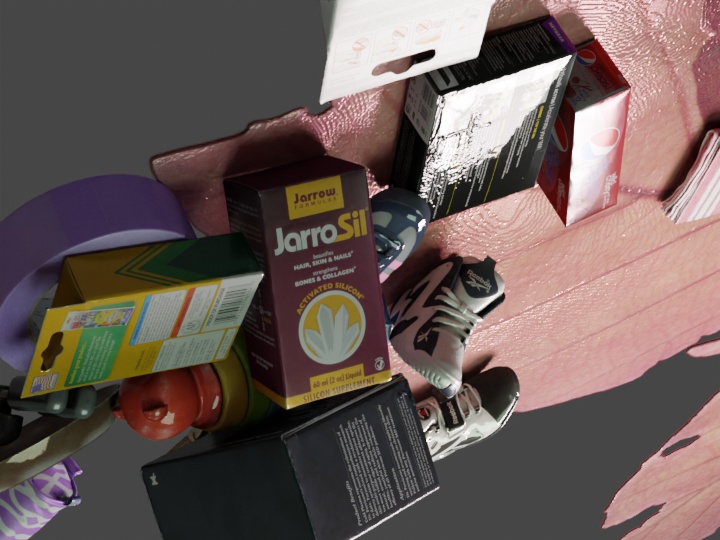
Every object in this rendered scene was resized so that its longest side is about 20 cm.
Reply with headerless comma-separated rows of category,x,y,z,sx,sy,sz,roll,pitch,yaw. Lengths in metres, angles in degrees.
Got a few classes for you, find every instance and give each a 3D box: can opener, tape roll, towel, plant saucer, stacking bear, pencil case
can opener,-0.297,0.127,1.513,0.052,0.067,0.199,12,167,-30
tape roll,-0.236,0.007,1.449,0.198,0.066,0.201,-21,150,-13
towel,0.446,-0.126,1.880,0.198,0.030,0.147,-14,148,-29
plant saucer,-0.307,0.167,1.562,0.199,0.032,0.200,-28,-175,3
stacking bear,-0.139,0.100,1.560,0.199,0.115,0.121,-19,-165,-40
pencil case,-0.378,0.257,1.707,0.199,0.084,0.085,-38,173,19

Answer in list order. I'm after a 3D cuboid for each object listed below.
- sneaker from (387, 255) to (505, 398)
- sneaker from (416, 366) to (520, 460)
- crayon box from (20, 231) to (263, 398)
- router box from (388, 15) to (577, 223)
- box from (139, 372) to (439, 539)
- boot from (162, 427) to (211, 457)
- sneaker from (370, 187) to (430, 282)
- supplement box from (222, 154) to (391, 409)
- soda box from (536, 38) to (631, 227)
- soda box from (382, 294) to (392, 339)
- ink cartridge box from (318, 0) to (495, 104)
sneaker,0.098,0.043,1.710,0.130,0.079,0.199,-48,-169,9
sneaker,0.104,0.182,2.010,0.199,0.074,0.088,-37,152,13
crayon box,-0.195,0.037,1.415,0.198,0.052,0.126,-10,146,-32
router box,0.110,-0.134,1.544,0.148,0.051,0.201,-19,149,-21
box,-0.066,0.199,1.589,0.199,0.125,0.196,-17,-178,40
boot,-0.156,0.163,1.748,0.199,0.073,0.156,-34,154,-2
sneaker,0.000,0.000,1.583,0.070,0.082,0.200,30,138,-11
supplement box,-0.047,0.008,1.487,0.109,0.085,0.202,-14,106,-24
soda box,0.217,-0.131,1.624,0.063,0.070,0.201,-24,150,-10
soda box,-0.022,0.121,1.735,0.067,0.064,0.202,6,119,-13
ink cartridge box,0.039,-0.234,1.339,0.160,0.050,0.201,-18,153,-20
